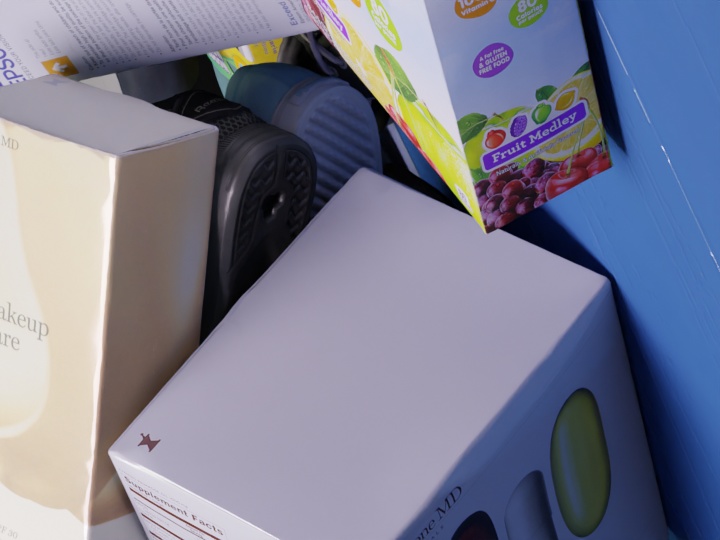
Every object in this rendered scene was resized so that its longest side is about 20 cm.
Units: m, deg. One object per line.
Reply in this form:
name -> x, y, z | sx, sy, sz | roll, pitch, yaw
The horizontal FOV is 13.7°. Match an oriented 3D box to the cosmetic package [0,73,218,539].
cosmetic package -> -0.130, 0.023, 1.345 | 0.105, 0.071, 0.201 | 18, 113, 33

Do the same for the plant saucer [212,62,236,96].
plant saucer -> -0.035, -0.076, 1.690 | 0.200, 0.036, 0.200 | 58, 170, 17

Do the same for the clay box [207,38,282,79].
clay box -> -0.078, -0.185, 1.550 | 0.115, 0.047, 0.200 | 41, 156, 61

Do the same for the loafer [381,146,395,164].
loafer -> 0.000, 0.000, 1.594 | 0.068, 0.070, 0.201 | 6, 132, 43

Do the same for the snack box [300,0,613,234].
snack box -> 0.017, -0.141, 1.167 | 0.169, 0.068, 0.200 | 52, 165, 42

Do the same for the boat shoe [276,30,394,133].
boat shoe -> -0.011, -0.098, 1.446 | 0.067, 0.057, 0.200 | 58, 170, 11

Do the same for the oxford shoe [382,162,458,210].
oxford shoe -> -0.005, 0.016, 1.535 | 0.084, 0.073, 0.200 | 48, 134, 15

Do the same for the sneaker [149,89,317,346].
sneaker -> -0.089, 0.003, 1.406 | 0.114, 0.076, 0.200 | 36, 128, 37

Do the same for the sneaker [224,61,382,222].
sneaker -> -0.032, -0.010, 1.449 | 0.082, 0.074, 0.201 | 29, 127, 45

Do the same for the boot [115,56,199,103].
boot -> -0.155, -0.192, 1.549 | 0.200, 0.076, 0.168 | 48, 158, 26

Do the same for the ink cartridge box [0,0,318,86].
ink cartridge box -> -0.106, -0.164, 1.290 | 0.197, 0.199, 0.043 | 56, -150, -49

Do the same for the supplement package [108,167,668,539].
supplement package -> 0.021, 0.103, 1.375 | 0.147, 0.191, 0.200 | 25, 151, 32
